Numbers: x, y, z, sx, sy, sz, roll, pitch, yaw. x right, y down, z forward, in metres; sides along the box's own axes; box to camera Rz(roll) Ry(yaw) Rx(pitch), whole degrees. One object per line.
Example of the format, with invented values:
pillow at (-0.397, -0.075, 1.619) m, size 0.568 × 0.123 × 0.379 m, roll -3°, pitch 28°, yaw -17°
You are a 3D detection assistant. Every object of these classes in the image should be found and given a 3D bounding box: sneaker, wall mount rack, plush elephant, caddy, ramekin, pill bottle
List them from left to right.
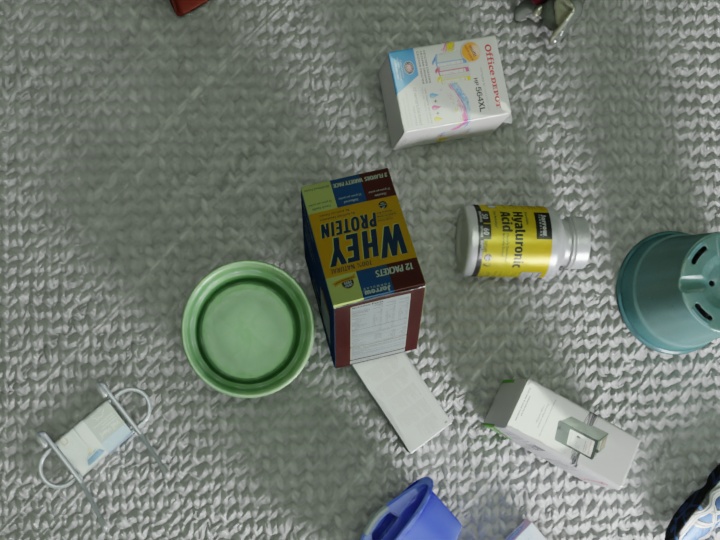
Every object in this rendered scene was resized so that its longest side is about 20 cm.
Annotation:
wall mount rack at (-0.379, 0.271, 1.537) m, size 0.199 × 0.075 × 0.174 m, roll -39°, pitch 90°, yaw -8°
ramekin at (-0.170, 0.090, 1.568) m, size 0.196 × 0.098 × 0.204 m, roll 1°, pitch 85°, yaw -7°
caddy at (0.056, 0.400, 1.544) m, size 0.105 × 0.141 × 0.201 m, roll 41°, pitch 80°, yaw -4°
pill bottle at (0.253, -0.045, 1.626) m, size 0.196 × 0.111 × 0.114 m, roll 1°, pitch 84°, yaw -7°
plush elephant at (0.301, -0.454, 1.664) m, size 0.197 × 0.165 × 0.157 m, roll 14°, pitch 123°, yaw 26°
sneaker at (0.562, 0.378, 1.638) m, size 0.200 × 0.076 × 0.077 m, roll -43°, pitch 86°, yaw -7°

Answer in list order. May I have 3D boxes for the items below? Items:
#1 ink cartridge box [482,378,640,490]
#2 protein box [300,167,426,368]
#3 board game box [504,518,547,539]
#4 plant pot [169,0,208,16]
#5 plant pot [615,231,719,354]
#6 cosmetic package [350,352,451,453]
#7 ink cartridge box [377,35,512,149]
ink cartridge box at (0.304, 0.247, 1.585) m, size 0.198 × 0.145 × 0.085 m, roll 29°, pitch 80°, yaw -4°
protein box at (0.000, 0.000, 1.516) m, size 0.133 × 0.201 × 0.201 m, roll -13°, pitch 62°, yaw -8°
board game box at (0.254, 0.530, 1.603) m, size 0.199 × 0.043 × 0.200 m, roll -41°, pitch 91°, yaw -8°
plant pot at (-0.252, -0.550, 1.582) m, size 0.198 × 0.200 × 0.178 m, roll -31°, pitch 77°, yaw -9°
plant pot at (0.523, 0.027, 1.609) m, size 0.196 × 0.196 × 0.204 m, roll 1°, pitch 84°, yaw -6°
cosmetic package at (0.051, 0.175, 1.610) m, size 0.082 × 0.051 × 0.202 m, roll -33°, pitch 89°, yaw -7°
ink cartridge box at (0.141, -0.280, 1.628) m, size 0.196 × 0.125 × 0.131 m, roll -11°, pitch 86°, yaw -7°
